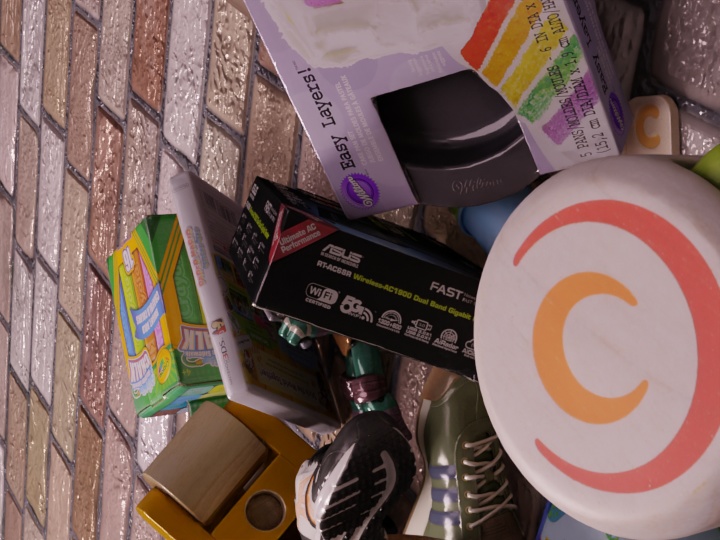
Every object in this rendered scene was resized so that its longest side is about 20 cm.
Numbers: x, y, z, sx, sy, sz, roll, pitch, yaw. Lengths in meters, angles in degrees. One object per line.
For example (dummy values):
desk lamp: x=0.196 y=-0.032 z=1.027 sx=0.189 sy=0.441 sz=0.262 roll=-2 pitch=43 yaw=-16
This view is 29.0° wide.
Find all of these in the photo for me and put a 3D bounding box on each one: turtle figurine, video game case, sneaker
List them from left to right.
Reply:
video game case: x=-0.081 y=0.032 z=1.112 sx=0.200 sy=0.023 sz=0.183 roll=37 pitch=-147 yaw=-67
turtle figurine: x=-0.020 y=0.038 z=1.057 sx=0.150 sy=0.100 sz=0.201 roll=-45 pitch=-64 yaw=-85
sneaker: x=-0.016 y=0.150 z=0.977 sx=0.080 sy=0.073 sz=0.200 roll=61 pitch=154 yaw=28
sneaker: x=0.082 y=0.153 z=0.943 sx=0.090 sy=0.067 sz=0.201 roll=42 pitch=134 yaw=45

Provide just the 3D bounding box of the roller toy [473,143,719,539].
roller toy: x=0.160 y=0.034 z=0.696 sx=0.200 sy=0.139 sz=0.183 roll=-7 pitch=87 yaw=47

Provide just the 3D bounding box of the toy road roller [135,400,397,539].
toy road roller: x=-0.078 y=0.206 z=1.127 sx=0.200 sy=0.123 sz=0.146 roll=41 pitch=162 yaw=3

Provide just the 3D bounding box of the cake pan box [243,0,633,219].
cake pan box: x=0.040 y=-0.133 z=0.795 sx=0.184 sy=0.052 sz=0.201 roll=-10 pitch=118 yaw=29

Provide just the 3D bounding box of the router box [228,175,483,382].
router box: x=0.000 y=0.000 z=0.903 sx=0.200 sy=0.149 sz=0.062 roll=-134 pitch=65 yaw=-76

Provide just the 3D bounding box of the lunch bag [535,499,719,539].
lunch bag: x=0.172 y=0.210 z=0.775 sx=0.200 sy=0.082 sz=0.161 roll=56 pitch=145 yaw=42

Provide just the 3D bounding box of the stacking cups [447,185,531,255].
stacking cups: x=0.094 y=-0.027 z=0.872 sx=0.200 sy=0.060 sz=0.061 roll=56 pitch=140 yaw=35

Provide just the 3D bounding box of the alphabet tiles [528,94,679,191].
alphabet tiles: x=0.150 y=-0.005 z=0.841 sx=0.200 sy=0.015 sz=0.197 roll=7 pitch=100 yaw=60

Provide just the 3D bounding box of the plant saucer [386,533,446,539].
plant saucer: x=0.086 y=0.236 z=0.851 sx=0.201 sy=0.035 sz=0.200 roll=55 pitch=178 yaw=3

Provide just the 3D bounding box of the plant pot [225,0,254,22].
plant pot: x=-0.030 y=-0.221 z=0.892 sx=0.200 sy=0.174 sz=0.201 roll=-52 pitch=27 yaw=41

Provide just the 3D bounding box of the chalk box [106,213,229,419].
chalk box: x=-0.137 y=0.059 z=1.248 sx=0.124 sy=0.124 sz=0.201 roll=-35 pitch=66 yaw=57
